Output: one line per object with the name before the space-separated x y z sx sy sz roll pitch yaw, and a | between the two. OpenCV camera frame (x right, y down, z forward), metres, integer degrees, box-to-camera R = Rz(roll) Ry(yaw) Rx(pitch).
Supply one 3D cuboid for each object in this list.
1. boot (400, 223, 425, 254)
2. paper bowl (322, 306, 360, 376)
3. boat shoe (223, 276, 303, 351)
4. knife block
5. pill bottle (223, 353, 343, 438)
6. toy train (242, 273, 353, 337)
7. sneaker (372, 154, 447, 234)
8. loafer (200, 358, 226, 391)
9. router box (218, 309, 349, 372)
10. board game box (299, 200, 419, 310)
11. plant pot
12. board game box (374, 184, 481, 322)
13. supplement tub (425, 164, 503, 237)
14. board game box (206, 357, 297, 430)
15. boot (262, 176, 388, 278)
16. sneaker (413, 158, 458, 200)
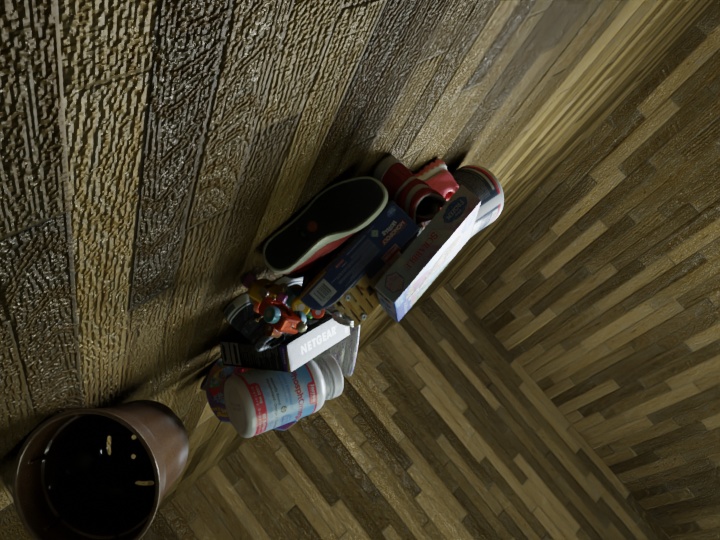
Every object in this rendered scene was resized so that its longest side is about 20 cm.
boot | 0.108 -0.037 1.228 0.137 0.078 0.200 -2 146 -33
paper bowl | -0.061 0.138 1.412 0.201 0.103 0.203 -173 -90 -86
boat shoe | -0.139 0.073 1.042 0.071 0.091 0.200 -47 169 32
knife block | 0.000 0.000 1.101 0.200 0.064 0.175 -47 -156 -18
pill bottle | -0.134 0.216 1.095 0.198 0.109 0.109 -14 157 -33
toy train | -0.104 0.068 0.919 0.199 0.150 0.056 15 108 -58
sneaker | 0.087 -0.093 0.984 0.071 0.112 0.200 -44 154 -4
loafer | -0.239 0.199 1.259 0.199 0.071 0.073 -31 166 -43
router box | -0.136 0.123 1.136 0.156 0.053 0.199 0 -166 32
board game box | -0.007 -0.030 0.981 0.200 0.062 0.200 -46 -170 7
plant pot | -0.356 0.283 0.894 0.200 0.201 0.198 -41 178 1
board game box | 0.106 -0.018 0.972 0.200 0.041 0.200 -49 168 -6
supplement tub | 0.200 -0.131 1.298 0.199 0.141 0.141 -32 167 -40
board game box | -0.192 0.217 1.165 0.039 0.198 0.159 110 -12 -44
boot | -0.045 -0.060 0.910 0.199 0.073 0.144 -34 171 1
sneaker | 0.109 -0.131 1.114 0.199 0.087 0.074 -35 167 -31
